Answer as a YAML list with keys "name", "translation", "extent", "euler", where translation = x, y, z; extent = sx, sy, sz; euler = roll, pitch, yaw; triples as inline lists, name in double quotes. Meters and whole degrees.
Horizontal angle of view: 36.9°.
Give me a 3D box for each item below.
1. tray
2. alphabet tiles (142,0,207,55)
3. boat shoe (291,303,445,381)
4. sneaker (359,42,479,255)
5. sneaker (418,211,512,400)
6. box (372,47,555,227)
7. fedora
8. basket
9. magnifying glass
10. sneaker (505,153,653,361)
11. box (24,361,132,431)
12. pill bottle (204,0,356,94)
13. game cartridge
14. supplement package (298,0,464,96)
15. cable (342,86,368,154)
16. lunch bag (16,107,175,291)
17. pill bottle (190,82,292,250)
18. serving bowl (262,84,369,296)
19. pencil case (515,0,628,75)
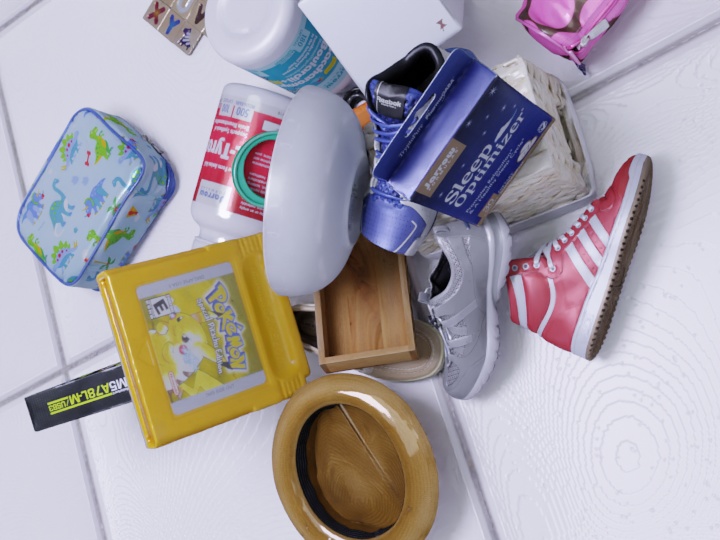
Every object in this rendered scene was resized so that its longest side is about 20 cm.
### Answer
- name: "tray"
  translation: [0.000, 0.000, 1.122]
  extent: [0.097, 0.037, 0.203]
  euler: [-9, 66, 7]
- name: "alphabet tiles"
  translation: [-0.194, -0.378, 1.352]
  extent: [0.166, 0.006, 0.201]
  euler: [41, 103, 28]
- name: "boat shoe"
  translation: [-0.004, 0.073, 1.152]
  extent: [0.198, 0.065, 0.073]
  euler: [12, 89, 30]
- name: "sneaker"
  translation: [0.036, -0.122, 0.985]
  extent: [0.080, 0.115, 0.202]
  euler: [24, 96, 30]
- name: "sneaker"
  translation: [0.093, 0.035, 1.061]
  extent: [0.081, 0.075, 0.203]
  euler: [-1, 115, -11]
- name: "box"
  translation: [0.091, -0.104, 0.904]
  extent: [0.032, 0.199, 0.122]
  euler: [41, 103, 25]
- name: "fedora"
  translation: [0.003, 0.202, 1.119]
  extent: [0.198, 0.082, 0.204]
  euler: [2, 94, 23]
- name: "basket"
  translation: [0.115, -0.109, 1.076]
  extent: [0.198, 0.123, 0.137]
  euler: [-21, 74, 25]
- name: "magnifying glass"
  translation: [-0.048, -0.136, 1.167]
  extent: [0.199, 0.022, 0.080]
  euler: [-31, 103, -12]
- name: "sneaker"
  translation: [0.206, -0.026, 1.045]
  extent: [0.111, 0.071, 0.202]
  euler: [21, 96, 26]
- name: "box"
  translation: [-0.236, 0.115, 1.199]
  extent: [0.191, 0.200, 0.048]
  euler: [-17, 90, 25]
- name: "pill bottle"
  translation: [-0.068, -0.249, 1.154]
  extent: [0.110, 0.199, 0.112]
  euler: [-4, 82, 29]
- name: "game cartridge"
  translation: [-0.151, 0.065, 1.093]
  extent: [0.032, 0.198, 0.179]
  euler: [-19, 88, 53]
- name: "supplement package"
  translation: [0.028, -0.281, 1.091]
  extent: [0.116, 0.201, 0.118]
  euler: [-33, 109, 21]
- name: "cable"
  translation: [-0.016, -0.103, 1.191]
  extent: [0.096, 0.050, 0.202]
  euler: [21, 94, 30]
- name: "lunch bag"
  translation: [-0.335, -0.091, 1.350]
  extent: [0.160, 0.082, 0.201]
  euler: [39, 103, 26]
- name: "pill bottle"
  translation: [-0.127, -0.100, 1.217]
  extent: [0.111, 0.112, 0.203]
  euler: [16, 91, 30]
- name: "serving bowl"
  translation: [-0.032, -0.071, 1.029]
  extent: [0.065, 0.200, 0.203]
  euler: [10, 88, 11]
- name: "pencil case"
  translation: [0.245, -0.298, 1.051]
  extent: [0.201, 0.090, 0.094]
  euler: [-55, 28, 14]
